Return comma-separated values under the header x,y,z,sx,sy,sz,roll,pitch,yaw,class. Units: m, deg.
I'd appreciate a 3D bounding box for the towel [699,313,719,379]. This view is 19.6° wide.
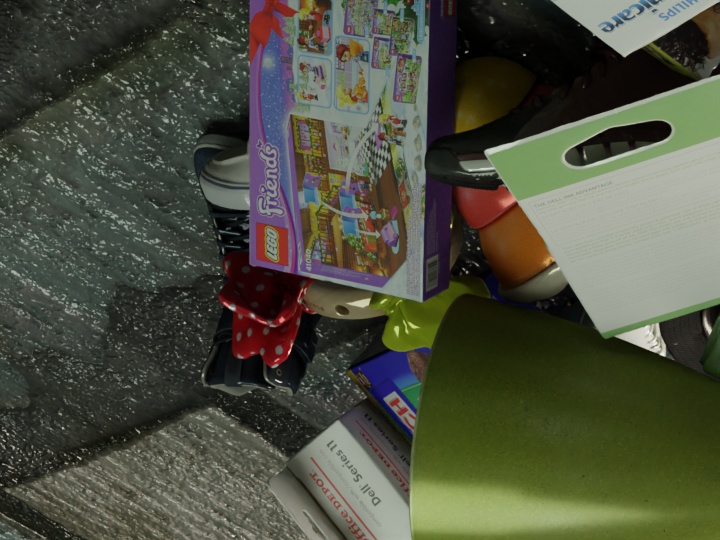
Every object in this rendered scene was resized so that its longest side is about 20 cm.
x,y,z,sx,sy,sz,roll,pitch,yaw,class
0.309,0.000,1.283,0.149,0.201,0.031,25,-166,18,towel

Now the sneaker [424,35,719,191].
x,y,z,sx,sy,sz,roll,pitch,yaw,class
0.133,-0.112,1.273,0.199,0.116,0.076,-5,176,-6,sneaker

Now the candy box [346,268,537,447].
x,y,z,sx,sy,sz,roll,pitch,yaw,class
0.096,0.099,1.578,0.169,0.077,0.200,48,158,-5,candy box

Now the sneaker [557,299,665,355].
x,y,z,sx,sy,sz,roll,pitch,yaw,class
0.194,0.038,1.530,0.080,0.071,0.200,16,156,-3,sneaker

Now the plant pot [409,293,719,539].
x,y,z,sx,sy,sz,roll,pitch,yaw,class
0.153,0.118,1.337,0.199,0.188,0.187,6,146,17,plant pot

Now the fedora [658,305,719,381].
x,y,z,sx,sy,sz,roll,pitch,yaw,class
0.307,0.014,1.398,0.199,0.091,0.177,-6,141,35,fedora

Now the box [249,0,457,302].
x,y,z,sx,sy,sz,roll,pitch,yaw,class
-0.006,-0.090,1.340,0.136,0.039,0.201,12,111,30,box

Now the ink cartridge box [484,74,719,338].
x,y,z,sx,sy,sz,roll,pitch,yaw,class
0.172,-0.047,1.218,0.145,0.048,0.200,-17,138,19,ink cartridge box

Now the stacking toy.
x,y,z,sx,sy,sz,roll,pitch,yaw,class
0.091,-0.092,1.359,0.200,0.146,0.146,47,143,-7,stacking toy

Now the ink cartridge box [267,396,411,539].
x,y,z,sx,sy,sz,roll,pitch,yaw,class
0.017,0.165,1.662,0.067,0.200,0.117,-41,85,24,ink cartridge box

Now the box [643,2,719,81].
x,y,z,sx,sy,sz,roll,pitch,yaw,class
0.135,-0.192,1.186,0.200,0.075,0.050,32,-176,-19,box

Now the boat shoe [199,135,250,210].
x,y,z,sx,sy,sz,roll,pitch,yaw,class
-0.039,-0.087,1.431,0.199,0.071,0.070,0,116,45,boat shoe

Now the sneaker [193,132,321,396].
x,y,z,sx,sy,sz,roll,pitch,yaw,class
-0.084,0.007,1.557,0.077,0.147,0.203,2,143,30,sneaker

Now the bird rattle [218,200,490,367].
x,y,z,sx,sy,sz,roll,pitch,yaw,class
0.000,0.000,1.477,0.199,0.163,0.113,-7,127,33,bird rattle

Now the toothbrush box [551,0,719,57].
x,y,z,sx,sy,sz,roll,pitch,yaw,class
0.108,-0.233,1.079,0.200,0.147,0.085,32,147,-21,toothbrush box
